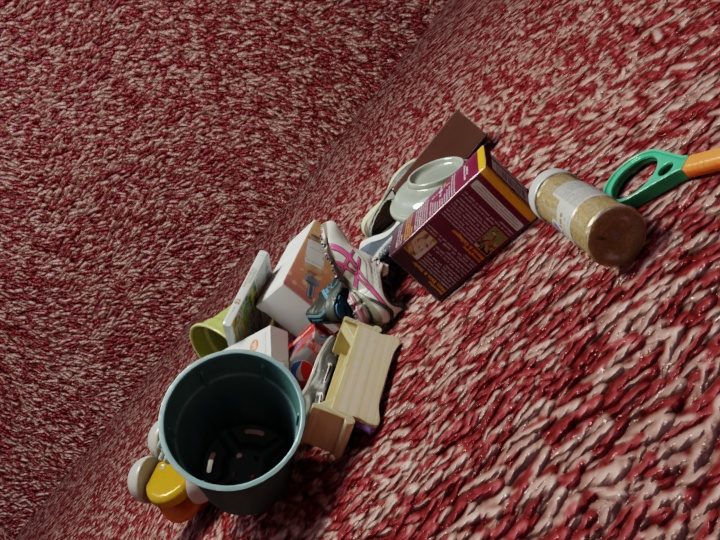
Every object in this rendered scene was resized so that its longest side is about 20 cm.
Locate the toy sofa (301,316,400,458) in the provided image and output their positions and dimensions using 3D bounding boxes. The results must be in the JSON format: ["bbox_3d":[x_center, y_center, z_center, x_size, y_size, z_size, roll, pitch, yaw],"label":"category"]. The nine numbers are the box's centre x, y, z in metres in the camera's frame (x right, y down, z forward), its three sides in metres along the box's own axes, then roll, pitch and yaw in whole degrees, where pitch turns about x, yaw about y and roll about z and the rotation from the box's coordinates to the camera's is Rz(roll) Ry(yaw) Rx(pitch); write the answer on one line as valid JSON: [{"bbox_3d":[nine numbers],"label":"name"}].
[{"bbox_3d":[-0.011,0.172,1.046,0.201,0.096,0.084,-71,1,-50],"label":"toy sofa"}]

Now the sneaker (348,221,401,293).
[{"bbox_3d":[0.058,-0.013,1.250,0.201,0.077,0.148,-30,30,43],"label":"sneaker"}]

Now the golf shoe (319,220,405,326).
[{"bbox_3d":[0.000,0.000,1.190,0.091,0.202,0.073,-28,-6,1],"label":"golf shoe"}]

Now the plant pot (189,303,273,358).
[{"bbox_3d":[-0.256,0.144,1.621,0.184,0.201,0.200,-46,11,-35],"label":"plant pot"}]

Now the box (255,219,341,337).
[{"bbox_3d":[-0.096,0.028,1.446,0.106,0.152,0.201,-37,22,41],"label":"box"}]

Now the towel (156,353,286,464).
[{"bbox_3d":[-0.224,0.225,1.151,0.201,0.048,0.171,-56,-28,9],"label":"towel"}]

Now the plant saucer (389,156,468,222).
[{"bbox_3d":[0.137,-0.152,1.227,0.197,0.051,0.201,-20,25,10],"label":"plant saucer"}]

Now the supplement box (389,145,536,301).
[{"bbox_3d":[0.148,-0.067,1.045,0.200,0.110,0.086,-43,16,27],"label":"supplement box"}]

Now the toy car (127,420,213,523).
[{"bbox_3d":[-0.321,0.376,1.330,0.172,0.151,0.202,-5,39,19],"label":"toy car"}]

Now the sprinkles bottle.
[{"bbox_3d":[0.256,-0.067,0.817,0.068,0.068,0.200,-47,16,11],"label":"sprinkles bottle"}]

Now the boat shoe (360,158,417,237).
[{"bbox_3d":[0.080,-0.146,1.506,0.202,0.071,0.066,-51,26,4],"label":"boat shoe"}]

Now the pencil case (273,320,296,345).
[{"bbox_3d":[-0.167,0.161,1.483,0.201,0.085,0.084,-72,-13,-53],"label":"pencil case"}]

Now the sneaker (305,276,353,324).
[{"bbox_3d":[-0.039,0.035,1.341,0.081,0.074,0.200,-15,19,29],"label":"sneaker"}]

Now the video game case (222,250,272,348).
[{"bbox_3d":[-0.221,0.090,1.435,0.201,0.023,0.184,91,-163,-54],"label":"video game case"}]

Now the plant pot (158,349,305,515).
[{"bbox_3d":[-0.174,0.252,1.025,0.197,0.197,0.202,92,-158,-54],"label":"plant pot"}]

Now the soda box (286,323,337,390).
[{"bbox_3d":[-0.126,0.188,1.333,0.200,0.063,0.070,-45,18,20],"label":"soda box"}]

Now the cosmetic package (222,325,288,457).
[{"bbox_3d":[-0.196,0.222,1.289,0.149,0.051,0.203,-27,54,32],"label":"cosmetic package"}]

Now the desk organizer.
[{"bbox_3d":[0.152,-0.203,1.362,0.201,0.077,0.072,-51,-7,2],"label":"desk organizer"}]

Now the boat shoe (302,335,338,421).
[{"bbox_3d":[-0.060,0.194,1.178,0.201,0.056,0.068,-62,-17,-46],"label":"boat shoe"}]

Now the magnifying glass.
[{"bbox_3d":[0.339,-0.109,0.764,0.080,0.022,0.199,-56,17,-16],"label":"magnifying glass"}]
